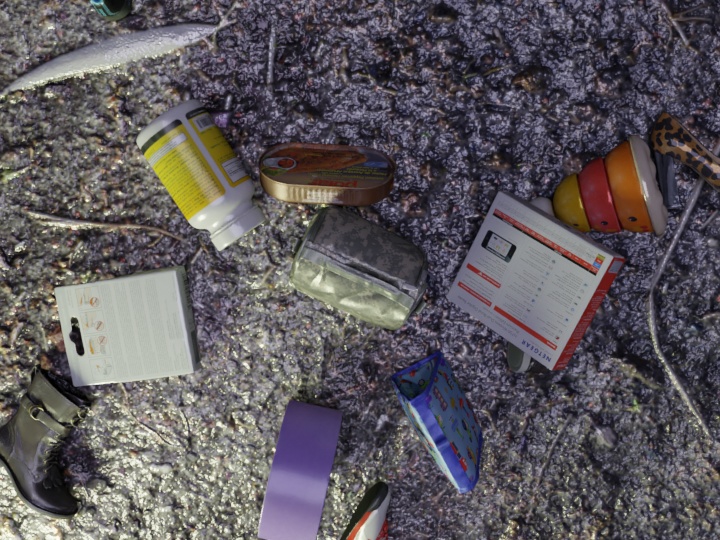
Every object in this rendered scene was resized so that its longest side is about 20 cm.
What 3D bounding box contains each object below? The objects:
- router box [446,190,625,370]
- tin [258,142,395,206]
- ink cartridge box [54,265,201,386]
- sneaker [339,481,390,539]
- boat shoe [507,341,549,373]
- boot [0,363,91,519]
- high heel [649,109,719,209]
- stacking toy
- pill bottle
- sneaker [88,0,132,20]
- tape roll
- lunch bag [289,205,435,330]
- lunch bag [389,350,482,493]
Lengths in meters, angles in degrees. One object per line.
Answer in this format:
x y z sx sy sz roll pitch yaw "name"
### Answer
0.243 0.011 1.190 0.199 0.049 0.181 36 109 32 "router box"
-0.049 -0.139 1.210 0.198 0.112 0.042 4 126 1 "tin"
-0.355 0.087 1.284 0.198 0.047 0.162 -8 98 8 "ink cartridge box"
0.026 0.433 1.307 0.107 0.067 0.203 28 101 -3 "sneaker"
0.270 0.054 1.251 0.060 0.072 0.204 9 96 -18 "boat shoe"
-0.476 0.267 1.294 0.200 0.069 0.174 43 97 -2 "boot"
0.525 -0.176 1.207 0.198 0.071 0.144 -10 104 12 "high heel"
0.334 -0.100 1.216 0.198 0.146 0.148 -16 97 22 "stacking toy"
-0.226 -0.135 1.213 0.112 0.112 0.201 -32 95 5 "pill bottle"
-0.367 -0.465 1.187 0.072 0.082 0.202 -7 96 4 "sneaker"
-0.086 0.297 1.223 0.084 0.200 0.202 12 98 -1 "tape roll"
0.000 0.000 1.197 0.198 0.168 0.140 25 98 -2 "lunch bag"
0.117 0.222 1.207 0.093 0.200 0.152 -28 96 4 "lunch bag"
